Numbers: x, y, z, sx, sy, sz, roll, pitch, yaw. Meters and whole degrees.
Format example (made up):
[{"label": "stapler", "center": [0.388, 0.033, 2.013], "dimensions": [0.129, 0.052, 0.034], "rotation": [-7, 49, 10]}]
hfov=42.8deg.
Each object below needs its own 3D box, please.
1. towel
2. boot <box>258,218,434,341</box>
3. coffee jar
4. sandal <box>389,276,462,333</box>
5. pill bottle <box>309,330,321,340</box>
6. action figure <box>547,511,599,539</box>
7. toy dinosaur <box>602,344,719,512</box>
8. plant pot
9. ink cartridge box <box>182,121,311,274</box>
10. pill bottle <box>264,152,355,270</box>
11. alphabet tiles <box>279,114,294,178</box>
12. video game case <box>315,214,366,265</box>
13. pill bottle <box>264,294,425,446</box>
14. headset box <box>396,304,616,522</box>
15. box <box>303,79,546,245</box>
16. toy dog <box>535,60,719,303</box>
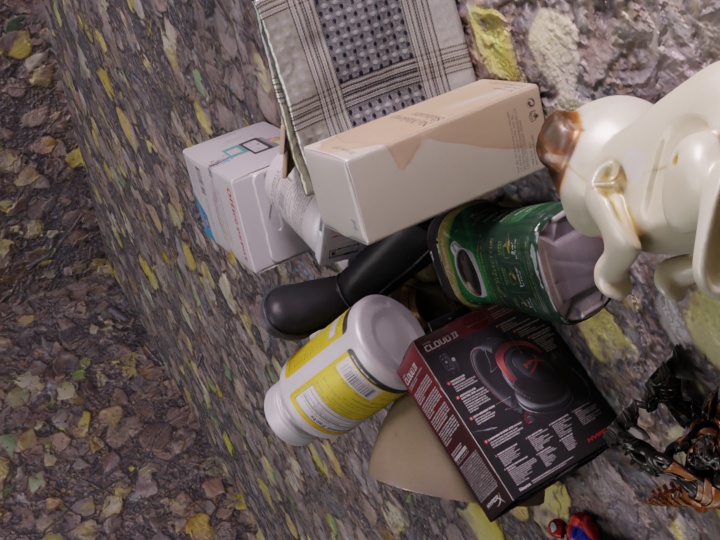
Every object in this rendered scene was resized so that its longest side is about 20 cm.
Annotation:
[{"label": "towel", "center": [0.012, -0.186, 0.860], "dimensions": [0.035, 0.191, 0.202], "rotation": [-137, 29, -66]}, {"label": "boot", "center": [0.001, 0.000, 1.009], "dimensions": [0.200, 0.164, 0.066], "rotation": [-37, 73, 38]}, {"label": "coffee jar", "center": [0.144, -0.013, 0.866], "dimensions": [0.200, 0.085, 0.105], "rotation": [10, 123, 63]}, {"label": "sandal", "center": [0.068, 0.048, 1.144], "dimensions": [0.200, 0.054, 0.081], "rotation": [34, 142, 54]}, {"label": "pill bottle", "center": [0.011, 0.107, 1.209], "dimensions": [0.112, 0.111, 0.200], "rotation": [53, 177, 30]}, {"label": "action figure", "center": [0.264, 0.305, 0.967], "dimensions": [0.200, 0.051, 0.066], "rotation": [20, 134, 64]}, {"label": "toy dinosaur", "center": [0.271, 0.149, 0.739], "dimensions": [0.135, 0.102, 0.201], "rotation": [40, 128, 18]}, {"label": "plant pot", "center": [0.114, 0.174, 1.030], "dimensions": [0.200, 0.198, 0.136], "rotation": [177, 102, -67]}, {"label": "ink cartridge box", "center": [-0.148, -0.113, 1.359], "dimensions": [0.200, 0.145, 0.148], "rotation": [33, 141, 54]}, {"label": "pill bottle", "center": [-0.030, -0.075, 1.167], "dimensions": [0.200, 0.114, 0.115], "rotation": [46, 151, 41]}, {"label": "alphabet tiles", "center": [-0.078, -0.217, 1.084], "dimensions": [0.167, 0.007, 0.202], "rotation": [-80, -5, -73]}, {"label": "video game case", "center": [0.026, -0.084, 0.991], "dimensions": [0.201, 0.142, 0.018], "rotation": [101, 151, -55]}, {"label": "pill bottle", "center": [-0.023, 0.121, 1.039], "dimensions": [0.200, 0.111, 0.112], "rotation": [-39, 74, 37]}, {"label": "headset box", "center": [0.142, 0.122, 0.921], "dimensions": [0.201, 0.148, 0.075], "rotation": [57, 153, 20]}, {"label": "box", "center": [0.060, -0.101, 0.816], "dimensions": [0.095, 0.199, 0.078], "rotation": [25, 135, 58]}, {"label": "toy dog", "center": [0.203, -0.069, 0.613], "dimensions": [0.200, 0.138, 0.196], "rotation": [12, 110, 64]}]
